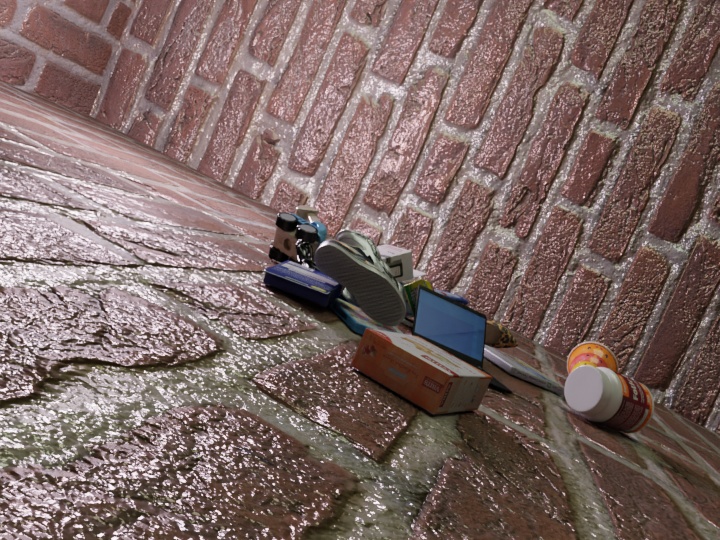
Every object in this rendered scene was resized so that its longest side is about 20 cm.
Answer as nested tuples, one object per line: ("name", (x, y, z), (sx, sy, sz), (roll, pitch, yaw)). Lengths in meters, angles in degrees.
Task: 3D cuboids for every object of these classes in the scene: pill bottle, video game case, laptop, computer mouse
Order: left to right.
("computer mouse", (-0.051, 0.021, 1.634), (0.197, 0.053, 0.140), (24, 26, -30))
("video game case", (0.022, 0.099, 1.441), (0.141, 0.018, 0.200), (25, 4, -21))
("laptop", (0.196, 0.129, 1.535), (0.174, 0.105, 0.200), (23, 5, -21))
("video game case", (0.367, 0.228, 1.920), (0.179, 0.022, 0.199), (24, 4, -29))
("pill bottle", (0.526, 0.271, 1.705), (0.198, 0.116, 0.114), (22, 5, -39))

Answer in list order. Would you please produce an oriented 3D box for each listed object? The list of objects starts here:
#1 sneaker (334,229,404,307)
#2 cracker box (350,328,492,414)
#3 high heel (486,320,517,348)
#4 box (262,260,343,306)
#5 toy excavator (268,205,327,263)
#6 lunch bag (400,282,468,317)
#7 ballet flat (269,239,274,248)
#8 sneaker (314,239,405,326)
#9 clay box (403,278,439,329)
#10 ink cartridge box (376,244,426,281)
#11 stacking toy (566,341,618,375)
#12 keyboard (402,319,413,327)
("sneaker", (0.000, 0.000, 1.580), (0.201, 0.075, 0.114), (53, 25, 16))
("cracker box", (0.088, 0.137, 1.096), (0.132, 0.059, 0.199), (27, 5, 25))
("high heel", (0.323, 0.169, 2.120), (0.196, 0.073, 0.142), (24, 11, 8))
("box", (-0.100, 0.022, 1.429), (0.119, 0.033, 0.200), (21, 6, 5))
("toy excavator", (-0.123, -0.083, 1.809), (0.193, 0.102, 0.198), (31, 25, 33))
("lunch bag", (0.147, 0.072, 1.882), (0.158, 0.078, 0.198), (10, 4, -40))
("ballet flat", (-0.133, -0.030, 1.853), (0.197, 0.071, 0.069), (24, 3, 34))
("sneaker", (0.005, 0.014, 1.450), (0.199, 0.079, 0.080), (42, 14, -8))
("clay box", (0.137, 0.082, 1.670), (0.200, 0.047, 0.117), (17, 54, -79))
("ink cartridge box", (0.045, -0.011, 1.871), (0.196, 0.070, 0.115), (-14, 17, -30))
("stacking toy", (0.623, 0.290, 2.201), (0.144, 0.149, 0.199), (26, 21, 17))
("keyboard", (0.048, 0.089, 1.803), (0.197, 0.011, 0.056), (27, -1, 4))
